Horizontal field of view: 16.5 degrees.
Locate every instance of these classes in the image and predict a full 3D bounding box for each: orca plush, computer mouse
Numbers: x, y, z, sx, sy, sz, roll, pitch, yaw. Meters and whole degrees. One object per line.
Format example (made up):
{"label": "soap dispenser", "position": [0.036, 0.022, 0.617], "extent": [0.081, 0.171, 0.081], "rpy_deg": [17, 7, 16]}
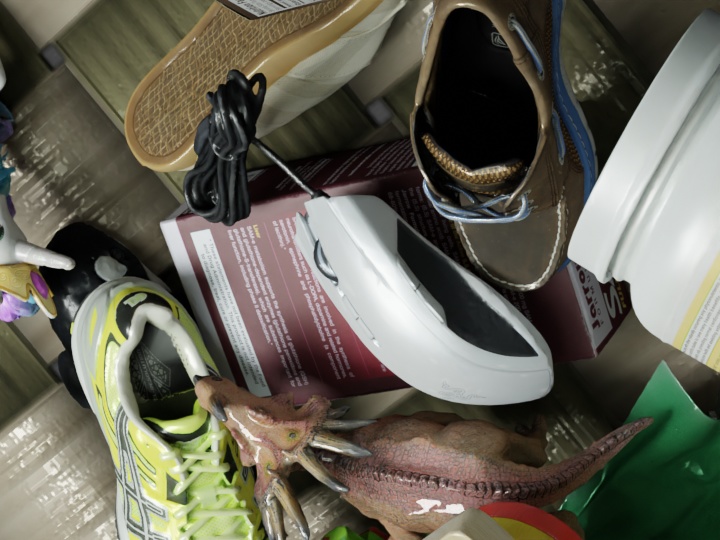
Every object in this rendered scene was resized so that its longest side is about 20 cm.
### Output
{"label": "orca plush", "position": [-0.117, 0.077, 1.272], "extent": [0.105, 0.071, 0.200], "rpy_deg": [-5, 110, 27]}
{"label": "computer mouse", "position": [0.000, 0.000, 1.110], "extent": [0.200, 0.044, 0.110], "rpy_deg": [40, 153, 1]}

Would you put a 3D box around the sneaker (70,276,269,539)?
{"label": "sneaker", "position": [-0.087, 0.100, 1.200], "extent": [0.075, 0.076, 0.200], "rpy_deg": [-25, 94, -12]}

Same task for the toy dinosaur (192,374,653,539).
{"label": "toy dinosaur", "position": [0.028, 0.094, 1.139], "extent": [0.200, 0.136, 0.086], "rpy_deg": [-4, 73, 27]}

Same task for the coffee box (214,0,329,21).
{"label": "coffee box", "position": [0.015, -0.189, 1.061], "extent": [0.200, 0.080, 0.113], "rpy_deg": [-10, 73, 28]}

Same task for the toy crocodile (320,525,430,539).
{"label": "toy crocodile", "position": [-0.016, 0.176, 1.281], "extent": [0.068, 0.062, 0.200], "rpy_deg": [37, 129, -15]}

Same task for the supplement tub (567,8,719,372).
{"label": "supplement tub", "position": [0.203, -0.009, 1.044], "extent": [0.200, 0.145, 0.145], "rpy_deg": [30, 121, 9]}

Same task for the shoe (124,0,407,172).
{"label": "shoe", "position": [-0.030, -0.115, 1.164], "extent": [0.200, 0.053, 0.070], "rpy_deg": [-39, 61, 29]}

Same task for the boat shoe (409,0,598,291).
{"label": "boat shoe", "position": [0.052, -0.058, 1.036], "extent": [0.072, 0.072, 0.200], "rpy_deg": [7, 135, 20]}

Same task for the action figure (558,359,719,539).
{"label": "action figure", "position": [0.128, 0.135, 1.198], "extent": [0.118, 0.055, 0.200], "rpy_deg": [43, 122, -1]}

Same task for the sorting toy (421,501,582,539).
{"label": "sorting toy", "position": [0.073, 0.201, 1.108], "extent": [0.200, 0.070, 0.199], "rpy_deg": [44, 135, -4]}

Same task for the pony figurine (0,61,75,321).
{"label": "pony figurine", "position": [-0.248, -0.046, 1.246], "extent": [0.193, 0.167, 0.200], "rpy_deg": [-21, 87, 23]}

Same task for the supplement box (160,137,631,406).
{"label": "supplement box", "position": [0.016, -0.003, 1.182], "extent": [0.200, 0.061, 0.109], "rpy_deg": [-10, 109, 29]}
